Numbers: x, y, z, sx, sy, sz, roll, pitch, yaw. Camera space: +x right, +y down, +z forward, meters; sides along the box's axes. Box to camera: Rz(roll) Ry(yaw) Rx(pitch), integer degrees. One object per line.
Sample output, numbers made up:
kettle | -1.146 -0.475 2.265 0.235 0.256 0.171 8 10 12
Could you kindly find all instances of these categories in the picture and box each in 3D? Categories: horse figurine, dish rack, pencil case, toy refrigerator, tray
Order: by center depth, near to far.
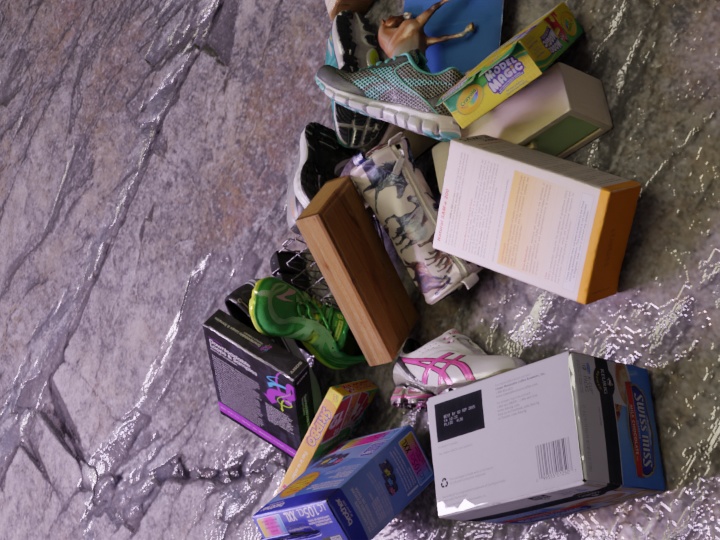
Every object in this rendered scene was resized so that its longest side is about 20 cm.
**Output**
toy refrigerator | 0.179 -0.146 1.564 0.200 0.076 0.070 -31 57 39
pencil case | 0.066 -0.058 1.610 0.200 0.078 0.089 59 160 6
tray | 0.000 0.000 1.619 0.037 0.200 0.099 -15 23 31
horse figurine | 0.075 -0.247 1.666 0.132 0.050 0.201 -17 61 28
dish rack | -0.035 -0.001 1.784 0.200 0.054 0.154 -37 55 34

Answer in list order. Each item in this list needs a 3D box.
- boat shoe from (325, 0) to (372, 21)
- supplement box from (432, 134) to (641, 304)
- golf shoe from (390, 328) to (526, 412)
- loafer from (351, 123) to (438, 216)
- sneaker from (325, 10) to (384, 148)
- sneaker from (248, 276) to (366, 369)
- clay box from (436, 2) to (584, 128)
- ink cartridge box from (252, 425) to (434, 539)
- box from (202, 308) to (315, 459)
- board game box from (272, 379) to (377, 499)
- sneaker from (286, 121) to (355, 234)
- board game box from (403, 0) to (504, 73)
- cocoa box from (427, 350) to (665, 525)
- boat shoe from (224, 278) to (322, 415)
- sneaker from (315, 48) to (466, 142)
boat shoe | 0.011 -0.421 1.839 0.200 0.074 0.069 -48 52 29
supplement box | 0.183 -0.058 1.475 0.200 0.073 0.126 23 113 33
golf shoe | 0.107 0.107 1.572 0.200 0.072 0.092 -11 69 47
loafer | 0.032 -0.112 1.695 0.200 0.067 0.076 -57 -2 1
sneaker | -0.011 -0.243 1.830 0.080 0.077 0.201 133 140 -54
sneaker | -0.055 0.059 1.679 0.083 0.200 0.074 -8 63 40
clay box | 0.164 -0.222 1.520 0.115 0.200 0.048 -34 98 34
ink cartridge box | -0.026 0.265 1.579 0.136 0.200 0.076 -22 101 43
box | -0.120 0.147 1.716 0.143 0.200 0.036 30 60 23
board game box | -0.051 0.226 1.699 0.030 0.095 0.200 35 106 21
sneaker | -0.060 -0.122 1.787 0.079 0.074 0.200 -55 13 36
board game box | 0.122 -0.297 1.706 0.158 0.039 0.201 -1 80 42
cocoa box | 0.186 0.176 1.415 0.200 0.131 0.134 -24 62 43
boat shoe | -0.115 0.110 1.768 0.070 0.066 0.201 -15 99 58
sneaker | 0.041 -0.215 1.607 0.200 0.078 0.091 22 94 26
